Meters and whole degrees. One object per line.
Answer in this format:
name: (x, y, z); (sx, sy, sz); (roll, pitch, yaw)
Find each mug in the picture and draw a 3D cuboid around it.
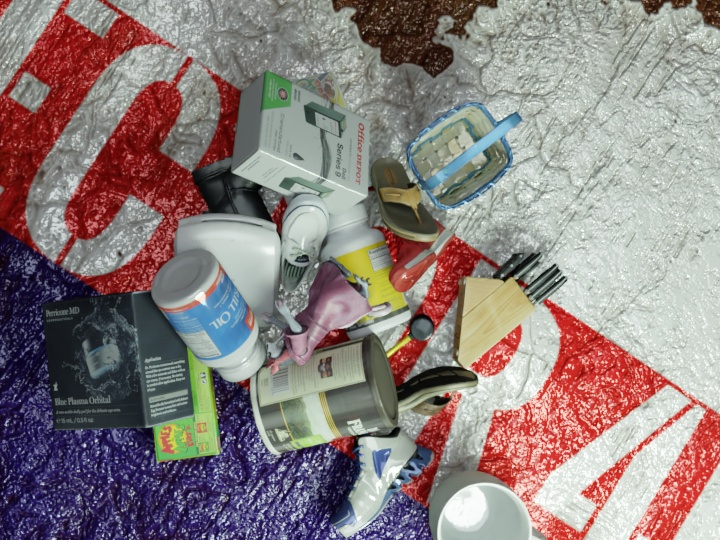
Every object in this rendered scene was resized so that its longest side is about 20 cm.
mug: (0.203, 0.401, 1.592); (0.198, 0.175, 0.149); (20, 88, -4)

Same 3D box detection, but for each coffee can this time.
coffee can: (-0.054, 0.194, 1.569); (0.198, 0.146, 0.148); (-15, 90, 12)

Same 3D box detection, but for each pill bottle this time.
pill bottle: (0.000, 0.000, 1.616); (0.110, 0.111, 0.202); (-19, 90, -4)
pill bottle: (-0.221, 0.074, 1.513); (0.112, 0.112, 0.201); (-33, 130, -4)

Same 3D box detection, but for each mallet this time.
mallet: (0.040, 0.141, 1.639); (0.199, 0.066, 0.041); (-38, 91, -3)

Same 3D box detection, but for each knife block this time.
knife block: (0.247, 0.066, 1.656); (0.173, 0.064, 0.203); (6, 89, -3)

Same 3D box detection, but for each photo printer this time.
photo printer: (-0.207, -0.002, 1.568); (0.164, 0.070, 0.201); (3, 132, -5)

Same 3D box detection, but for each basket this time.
basket: (0.162, -0.183, 1.584); (0.176, 0.200, 0.140); (-35, 92, -3)

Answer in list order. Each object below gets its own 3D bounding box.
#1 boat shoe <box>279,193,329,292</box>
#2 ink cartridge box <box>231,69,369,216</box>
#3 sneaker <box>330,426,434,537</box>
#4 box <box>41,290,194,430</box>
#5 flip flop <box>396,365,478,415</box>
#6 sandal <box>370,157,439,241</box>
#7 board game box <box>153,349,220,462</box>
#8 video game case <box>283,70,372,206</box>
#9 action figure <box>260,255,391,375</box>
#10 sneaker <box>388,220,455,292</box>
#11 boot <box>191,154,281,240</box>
boat shoe: (-0.089, -0.036, 1.568); (0.073, 0.201, 0.067); (2, 57, -9)
ink cartridge box: (-0.086, -0.190, 1.521); (0.199, 0.084, 0.147); (20, 58, -32)
sneaker: (0.013, 0.327, 1.634); (0.199, 0.081, 0.115); (-42, 88, -10)
box: (-0.373, 0.137, 1.543); (0.195, 0.117, 0.203); (-7, 88, 30)
flip flop: (0.100, 0.212, 1.641); (0.198, 0.081, 0.058); (-24, 107, -1)
sandal: (0.066, -0.121, 1.588); (0.079, 0.054, 0.201); (-6, 47, -18)
board game box: (-0.288, 0.200, 1.624); (0.100, 0.048, 0.203); (-7, 89, -4)
video game case: (-0.076, -0.208, 1.610); (0.181, 0.023, 0.202); (-23, 91, -40)
action figure: (-0.070, 0.084, 1.531); (0.148, 0.134, 0.201); (37, 88, -7)
sneaker: (0.065, -0.043, 1.602); (0.115, 0.200, 0.079); (39, 120, 8)
boot: (-0.167, -0.113, 1.626); (0.196, 0.073, 0.164); (-22, 89, 1)
